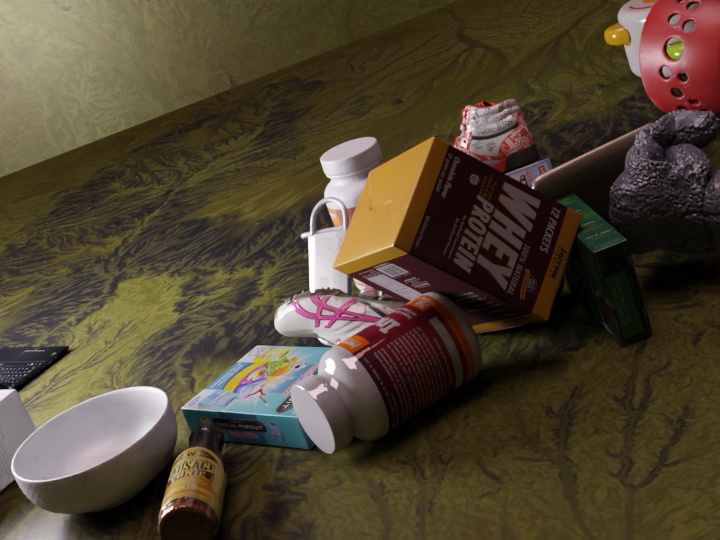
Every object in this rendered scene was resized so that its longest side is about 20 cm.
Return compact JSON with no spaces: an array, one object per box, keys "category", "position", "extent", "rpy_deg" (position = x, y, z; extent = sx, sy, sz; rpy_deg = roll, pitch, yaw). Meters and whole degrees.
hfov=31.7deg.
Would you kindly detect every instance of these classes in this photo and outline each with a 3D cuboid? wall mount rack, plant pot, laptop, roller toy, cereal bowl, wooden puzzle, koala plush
[{"category":"wall mount rack","position":[0.000,0.000,1.695],"extent":[0.173,0.202,0.074],"rpy_deg":[-8,-11,35]},{"category":"plant pot","position":[0.553,-0.335,1.931],"extent":[0.200,0.202,0.182],"rpy_deg":[-32,26,-30]},{"category":"laptop","position":[-0.595,0.133,1.976],"extent":[0.176,0.104,0.200],"rpy_deg":[-3,26,38]},{"category":"roller toy","position":[0.559,-0.440,2.275],"extent":[0.182,0.141,0.199],"rpy_deg":[-33,23,-32]},{"category":"cereal bowl","position":[-0.302,0.222,1.491],"extent":[0.199,0.084,0.200],"rpy_deg":[-19,20,7]},{"category":"wooden puzzle","position":[0.291,-0.100,1.618],"extent":[0.184,0.200,0.037],"rpy_deg":[-26,64,-8]},{"category":"koala plush","position":[0.407,-0.078,1.453],"extent":[0.199,0.179,0.183],"rpy_deg":[15,25,36]}]

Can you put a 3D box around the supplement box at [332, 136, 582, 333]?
[{"category":"supplement box","position":[0.108,-0.032,1.460],"extent":[0.197,0.199,0.134],"rpy_deg":[-19,48,68]}]

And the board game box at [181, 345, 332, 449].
[{"category":"board game box","position":[-0.096,0.149,1.534],"extent":[0.199,0.047,0.151],"rpy_deg":[-2,27,41]}]

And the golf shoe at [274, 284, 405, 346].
[{"category":"golf shoe","position":[-0.023,0.070,1.606],"extent":[0.199,0.073,0.093],"rpy_deg":[-7,65,24]}]

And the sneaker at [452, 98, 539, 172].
[{"category":"sneaker","position":[0.158,-0.179,1.835],"extent":[0.201,0.109,0.067],"rpy_deg":[-20,1,36]}]

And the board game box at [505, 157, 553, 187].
[{"category":"board game box","position":[0.206,-0.106,1.826],"extent":[0.199,0.062,0.200],"rpy_deg":[-19,2,27]}]

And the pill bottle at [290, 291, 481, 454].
[{"category":"pill bottle","position":[0.027,0.116,1.403],"extent":[0.199,0.114,0.113],"rpy_deg":[-30,22,-24]}]

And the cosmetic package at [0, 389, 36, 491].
[{"category":"cosmetic package","position":[-0.506,0.246,1.604],"extent":[0.071,0.102,0.200],"rpy_deg":[-4,25,39]}]

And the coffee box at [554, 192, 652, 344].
[{"category":"coffee box","position":[0.272,-0.005,1.468],"extent":[0.044,0.124,0.200],"rpy_deg":[-21,21,-1]}]

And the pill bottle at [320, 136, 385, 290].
[{"category":"pill bottle","position":[0.015,-0.080,1.788],"extent":[0.111,0.201,0.112],"rpy_deg":[-18,20,7]}]

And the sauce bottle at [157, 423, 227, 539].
[{"category":"sauce bottle","position":[-0.179,0.230,1.379],"extent":[0.066,0.066,0.200],"rpy_deg":[-19,21,4]}]

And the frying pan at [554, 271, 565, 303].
[{"category":"frying pan","position":[0.191,0.020,1.579],"extent":[0.115,0.031,0.190],"rpy_deg":[-39,22,-4]}]
